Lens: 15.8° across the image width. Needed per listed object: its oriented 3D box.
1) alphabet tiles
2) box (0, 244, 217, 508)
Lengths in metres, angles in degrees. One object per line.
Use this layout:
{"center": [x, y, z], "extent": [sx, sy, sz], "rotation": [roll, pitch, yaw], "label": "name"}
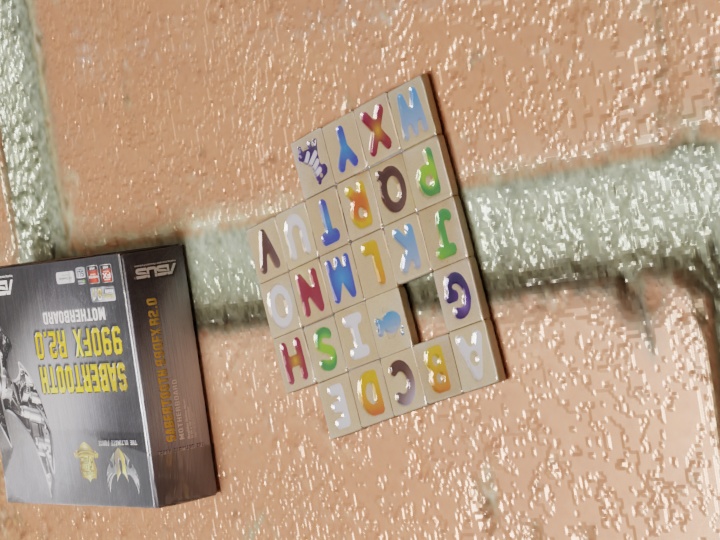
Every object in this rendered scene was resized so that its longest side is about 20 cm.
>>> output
{"center": [0.000, 0.000, 1.434], "extent": [0.200, 0.008, 0.168], "rotation": [-24, 79, 54], "label": "alphabet tiles"}
{"center": [-0.173, 0.069, 1.656], "extent": [0.200, 0.048, 0.159], "rotation": [-4, 94, 55], "label": "box"}
